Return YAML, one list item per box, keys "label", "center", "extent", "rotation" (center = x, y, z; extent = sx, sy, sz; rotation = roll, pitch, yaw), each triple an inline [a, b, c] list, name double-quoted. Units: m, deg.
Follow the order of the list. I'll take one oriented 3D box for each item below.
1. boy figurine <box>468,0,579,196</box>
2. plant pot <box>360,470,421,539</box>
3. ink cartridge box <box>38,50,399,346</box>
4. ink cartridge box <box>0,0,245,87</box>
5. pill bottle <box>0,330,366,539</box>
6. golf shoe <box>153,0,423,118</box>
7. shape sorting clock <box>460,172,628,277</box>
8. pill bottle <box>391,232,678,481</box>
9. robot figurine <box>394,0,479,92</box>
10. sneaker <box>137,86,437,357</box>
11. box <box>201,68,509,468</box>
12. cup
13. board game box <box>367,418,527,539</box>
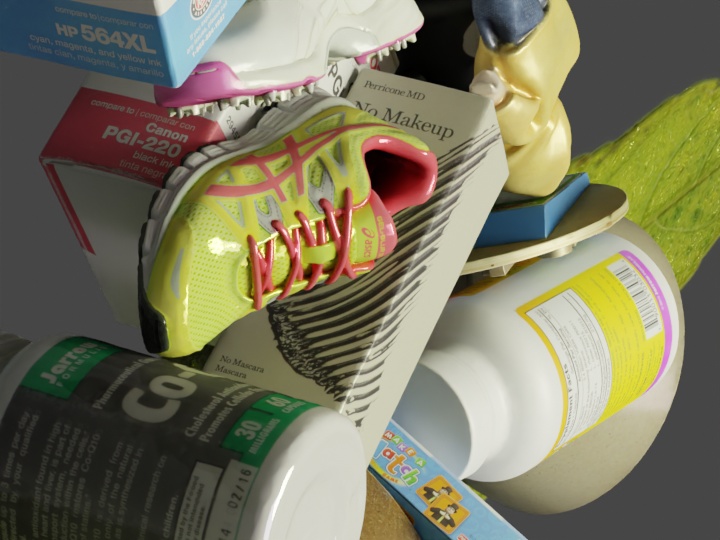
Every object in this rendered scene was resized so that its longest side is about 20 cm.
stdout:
- label: "boy figurine"
  center: [0.081, -0.121, 1.364]
  extent: [0.201, 0.064, 0.125]
  rotation: [82, 22, -50]
- label: "plant pot"
  center: [-0.082, 0.205, 1.337]
  extent: [0.200, 0.186, 0.187]
  rotation: [-36, 137, -34]
- label: "ink cartridge box"
  center: [-0.065, -0.083, 1.301]
  extent: [0.146, 0.084, 0.201]
  rotation: [71, 38, -53]
- label: "ink cartridge box"
  center: [-0.115, -0.201, 1.064]
  extent: [0.129, 0.124, 0.201]
  rotation: [-57, 151, -37]
- label: "pill bottle"
  center: [-0.107, 0.093, 1.155]
  extent: [0.113, 0.199, 0.114]
  rotation: [-45, 143, -50]
- label: "golf shoe"
  center: [-0.041, -0.126, 1.177]
  extent: [0.200, 0.075, 0.092]
  rotation: [-34, 115, -60]
- label: "shape sorting clock"
  center: [0.056, -0.019, 1.474]
  extent: [0.200, 0.199, 0.040]
  rotation: [-25, 106, -61]
- label: "pill bottle"
  center: [0.088, 0.053, 1.433]
  extent: [0.200, 0.104, 0.105]
  rotation: [-26, 127, -49]
- label: "robot figurine"
  center: [0.044, -0.137, 1.474]
  extent: [0.150, 0.125, 0.201]
  rotation: [-34, 138, -24]
- label: "sneaker"
  center: [-0.031, -0.022, 1.195]
  extent: [0.200, 0.090, 0.079]
  rotation: [-47, 146, -44]
- label: "box"
  center: [0.000, 0.000, 1.293]
  extent: [0.069, 0.082, 0.201]
  rotation: [73, 37, -54]
- label: "cup"
  center: [0.082, 0.040, 1.611]
  extent: [0.143, 0.200, 0.202]
  rotation: [20, 84, -43]
- label: "board game box"
  center: [0.002, 0.139, 1.388]
  extent: [0.037, 0.200, 0.152]
  rotation: [-33, 153, -33]
